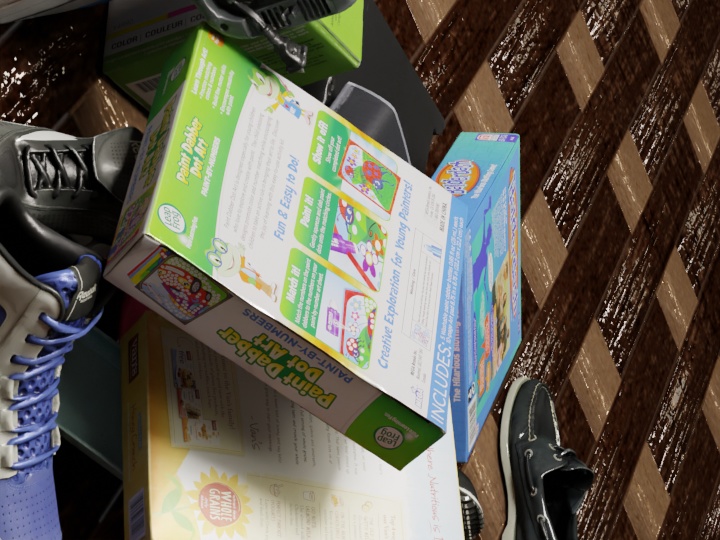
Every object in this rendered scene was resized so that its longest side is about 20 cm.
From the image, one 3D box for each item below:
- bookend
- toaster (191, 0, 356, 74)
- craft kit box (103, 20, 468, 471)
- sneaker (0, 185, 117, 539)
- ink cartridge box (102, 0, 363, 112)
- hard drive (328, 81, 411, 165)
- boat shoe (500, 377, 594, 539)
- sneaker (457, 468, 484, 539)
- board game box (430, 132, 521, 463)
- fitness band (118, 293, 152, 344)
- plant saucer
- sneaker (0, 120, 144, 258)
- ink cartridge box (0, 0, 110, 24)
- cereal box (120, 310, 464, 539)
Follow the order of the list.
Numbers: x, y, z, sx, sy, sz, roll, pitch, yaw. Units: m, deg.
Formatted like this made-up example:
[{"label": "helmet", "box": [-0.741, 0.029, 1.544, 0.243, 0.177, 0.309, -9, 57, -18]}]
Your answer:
[{"label": "bookend", "box": [-0.032, -0.063, 1.568, 0.200, 0.092, 0.200, 52, 45, -57]}, {"label": "toaster", "box": [-0.053, -0.225, 1.320, 0.201, 0.113, 0.130, 61, 28, -31]}, {"label": "craft kit box", "box": [-0.033, -0.017, 1.294, 0.197, 0.048, 0.201, 37, 34, -20]}, {"label": "sneaker", "box": [-0.178, 0.044, 1.209, 0.080, 0.115, 0.201, -19, 95, -62]}, {"label": "ink cartridge box", "box": [-0.076, -0.207, 1.488, 0.076, 0.147, 0.201, 39, 44, -48]}, {"label": "hard drive", "box": [0.000, 0.000, 1.479, 0.135, 0.042, 0.201, -57, 146, -49]}, {"label": "boat shoe", "box": [0.148, 0.170, 1.832, 0.075, 0.066, 0.200, 46, 39, -44]}, {"label": "sneaker", "box": [0.038, 0.151, 1.590, 0.200, 0.070, 0.090, 78, -7, -68]}, {"label": "board game box", "box": [0.066, 0.013, 1.530, 0.200, 0.045, 0.153, -55, 145, -66]}, {"label": "fitness band", "box": [-0.044, 0.043, 1.407, 0.037, 0.199, 0.144, -100, -154, -61]}, {"label": "plant saucer", "box": [-0.106, 0.102, 1.323, 0.200, 0.019, 0.070, 37, 49, -8]}, {"label": "sneaker", "box": [-0.158, -0.052, 1.320, 0.200, 0.090, 0.067, 15, 64, -60]}, {"label": "ink cartridge box", "box": [-0.187, -0.220, 1.349, 0.200, 0.084, 0.145, -26, 101, -62]}, {"label": "cereal box", "box": [-0.036, 0.109, 1.327, 0.199, 0.040, 0.145, 14, 54, -27]}]
